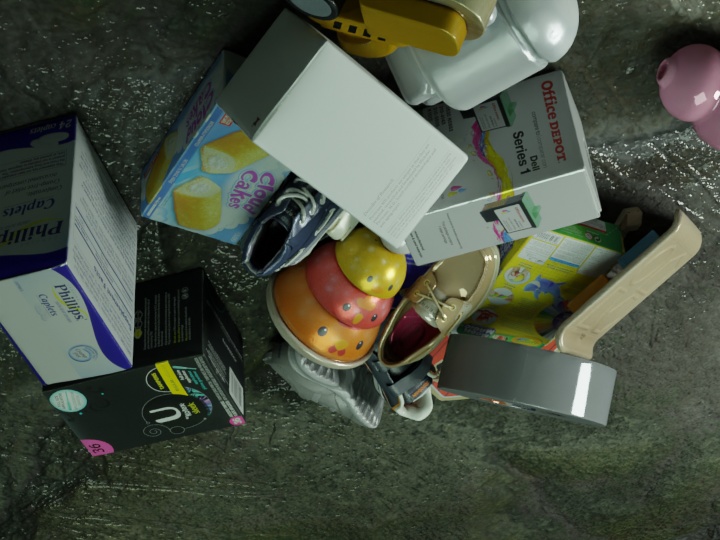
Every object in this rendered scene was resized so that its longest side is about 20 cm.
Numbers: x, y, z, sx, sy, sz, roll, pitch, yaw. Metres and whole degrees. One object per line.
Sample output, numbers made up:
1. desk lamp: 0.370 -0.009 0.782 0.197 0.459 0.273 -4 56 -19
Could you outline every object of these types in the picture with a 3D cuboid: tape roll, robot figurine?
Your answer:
1. tape roll: 0.191 0.126 1.755 0.199 0.067 0.200 13 173 2
2. robot figurine: 0.122 -0.228 1.442 0.199 0.114 0.169 -27 177 24

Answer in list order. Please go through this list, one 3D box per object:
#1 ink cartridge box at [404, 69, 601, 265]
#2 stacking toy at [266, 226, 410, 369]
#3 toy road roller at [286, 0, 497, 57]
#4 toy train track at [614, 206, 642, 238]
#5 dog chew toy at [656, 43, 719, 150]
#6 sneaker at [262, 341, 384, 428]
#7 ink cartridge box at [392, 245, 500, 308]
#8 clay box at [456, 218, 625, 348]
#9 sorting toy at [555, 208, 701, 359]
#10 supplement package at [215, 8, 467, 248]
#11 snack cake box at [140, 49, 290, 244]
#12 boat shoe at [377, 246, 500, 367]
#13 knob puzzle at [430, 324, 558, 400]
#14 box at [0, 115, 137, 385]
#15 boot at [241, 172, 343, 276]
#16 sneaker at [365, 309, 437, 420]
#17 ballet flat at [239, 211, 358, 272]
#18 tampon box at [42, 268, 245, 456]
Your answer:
1. ink cartridge box: 0.133 -0.106 1.567 0.199 0.146 0.084 -15 140 11
2. stacking toy: 0.000 0.000 1.686 0.145 0.147 0.200 20 131 -28
3. toy road roller: 0.036 -0.253 1.369 0.199 0.124 0.146 18 163 18
4. toy train track: 0.281 0.007 1.788 0.114 0.033 0.201 -9 141 -32
5. dog chew toy: 0.392 -0.171 1.551 0.199 0.125 0.125 19 135 -16
6. sneaker: -0.041 0.135 1.915 0.082 0.075 0.200 -8 143 36
7. ink cartridge box: 0.136 -0.028 1.743 0.197 0.044 0.201 2 141 -11
8. clay box: 0.197 0.012 1.729 0.114 0.048 0.200 16 136 -20
9. sorting toy: 0.301 0.015 1.726 0.200 0.036 0.185 -47 162 9
10. supplement package: -0.018 -0.135 1.458 0.200 0.117 0.118 35 97 -34
11. snack cake box: -0.134 -0.123 1.574 0.114 0.068 0.200 17 135 -25
12. boat shoe: 0.084 0.041 1.704 0.074 0.069 0.200 41 125 10
13. knob puzzle: 0.153 0.114 1.930 0.218 0.031 0.220 -4 141 -3
14. box: -0.309 -0.019 1.571 0.104 0.201 0.184 -12 141 8
15. boot: -0.049 -0.077 1.581 0.073 0.090 0.201 35 113 8
16. sneaker: 0.046 0.109 1.856 0.078 0.079 0.200 -39 143 -10
17. ballet flat: -0.047 -0.051 1.673 0.199 0.075 0.074 -30 135 26
18. tampon box: -0.252 0.112 1.796 0.199 0.127 0.150 -14 140 10
